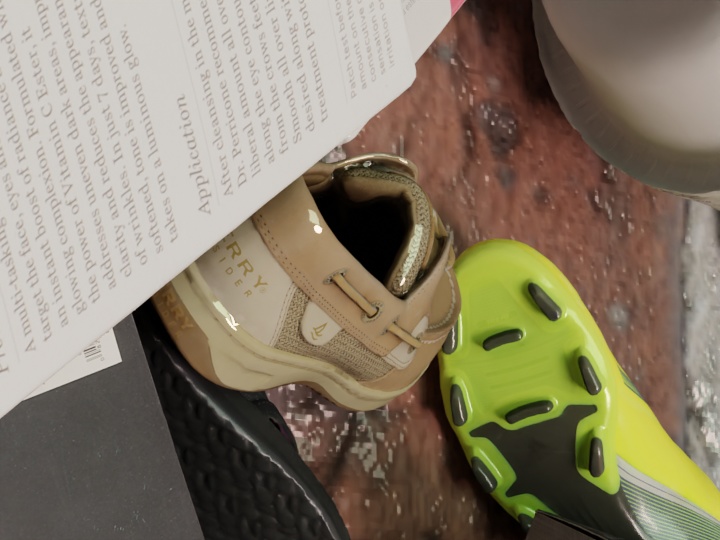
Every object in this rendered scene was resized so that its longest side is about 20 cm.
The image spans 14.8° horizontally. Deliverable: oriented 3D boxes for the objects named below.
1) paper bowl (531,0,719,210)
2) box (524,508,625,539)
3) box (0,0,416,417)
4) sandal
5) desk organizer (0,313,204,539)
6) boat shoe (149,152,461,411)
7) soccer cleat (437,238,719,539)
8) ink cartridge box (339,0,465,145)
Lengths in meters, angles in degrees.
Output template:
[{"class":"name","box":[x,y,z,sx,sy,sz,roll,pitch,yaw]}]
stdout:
[{"class":"paper bowl","box":[0.141,-0.123,0.984,0.104,0.200,0.202,14,73,-43]},{"class":"box","box":[0.088,0.196,0.936,0.158,0.048,0.201,24,89,-41]},{"class":"box","box":[-0.108,-0.056,0.673,0.200,0.152,0.107,-41,129,-42]},{"class":"sandal","box":[-0.057,0.042,0.852,0.201,0.075,0.048,60,31,-21]},{"class":"desk organizer","box":[-0.099,0.069,0.790,0.072,0.077,0.201,-23,100,-36]},{"class":"boat shoe","box":[0.000,0.000,0.871,0.071,0.064,0.200,59,17,9]},{"class":"soccer cleat","box":[0.087,0.070,1.010,0.201,0.065,0.084,57,21,-17]},{"class":"ink cartridge box","box":[-0.045,-0.155,0.884,0.147,0.083,0.200,-51,119,-37]}]
